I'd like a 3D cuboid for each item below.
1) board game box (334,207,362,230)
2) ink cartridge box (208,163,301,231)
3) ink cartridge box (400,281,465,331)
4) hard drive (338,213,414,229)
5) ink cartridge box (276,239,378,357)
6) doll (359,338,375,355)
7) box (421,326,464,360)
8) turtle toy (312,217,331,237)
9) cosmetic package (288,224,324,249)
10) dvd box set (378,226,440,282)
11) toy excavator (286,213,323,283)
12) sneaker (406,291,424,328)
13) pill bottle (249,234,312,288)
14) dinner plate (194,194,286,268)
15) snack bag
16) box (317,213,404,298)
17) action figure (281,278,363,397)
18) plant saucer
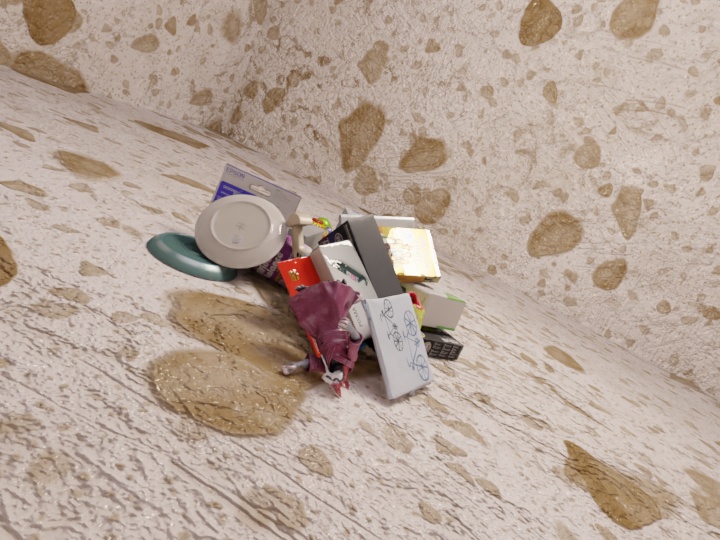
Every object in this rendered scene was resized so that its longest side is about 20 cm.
[{"bbox_3d":[-0.033,-0.050,1.455,0.104,0.202,0.103,22,13,-13],"label":"board game box"},{"bbox_3d":[-0.266,-0.126,1.313,0.196,0.202,0.043,23,8,-10],"label":"ink cartridge box"},{"bbox_3d":[0.140,0.068,1.375,0.144,0.085,0.199,14,11,-41],"label":"ink cartridge box"},{"bbox_3d":[0.044,-0.072,1.372,0.197,0.134,0.026,1,-10,-18],"label":"hard drive"},{"bbox_3d":[-0.049,0.048,1.053,0.173,0.043,0.202,-15,76,-46],"label":"ink cartridge box"},{"bbox_3d":[0.015,0.140,1.134,0.198,0.049,0.137,20,13,-22],"label":"doll"},{"bbox_3d":[0.134,0.151,1.331,0.199,0.045,0.160,15,15,-40],"label":"box"},{"bbox_3d":[-0.148,-0.118,1.732,0.145,0.102,0.200,27,13,7],"label":"turtle toy"},{"bbox_3d":[-0.174,-0.075,1.507,0.089,0.108,0.200,27,11,8],"label":"cosmetic package"},{"bbox_3d":[0.088,-0.041,1.323,0.197,0.029,0.148,3,56,-17],"label":"dvd box set"},{"bbox_3d":[-0.112,-0.008,1.172,0.099,0.197,0.199,-1,21,-40],"label":"toy excavator"},{"bbox_3d":[0.098,0.085,1.214,0.077,0.091,0.200,18,11,-20],"label":"sneaker"},{"bbox_3d":[-0.221,-0.048,1.255,0.198,0.113,0.112,28,12,-11],"label":"pill bottle"},{"bbox_3d":[-0.259,-0.094,1.183,0.197,0.024,0.202,4,57,-6],"label":"dinner plate"},{"bbox_3d":[0.072,0.141,1.029,0.021,0.191,0.199,-19,-8,28],"label":"snack bag"},{"bbox_3d":[0.000,0.000,1.182,0.078,0.141,0.202,-17,82,-38],"label":"box"},{"bbox_3d":[-0.054,0.120,0.933,0.149,0.133,0.202,38,33,-62],"label":"action figure"},{"bbox_3d":[-0.357,-0.036,1.176,0.198,0.028,0.200,25,12,-6],"label":"plant saucer"}]
